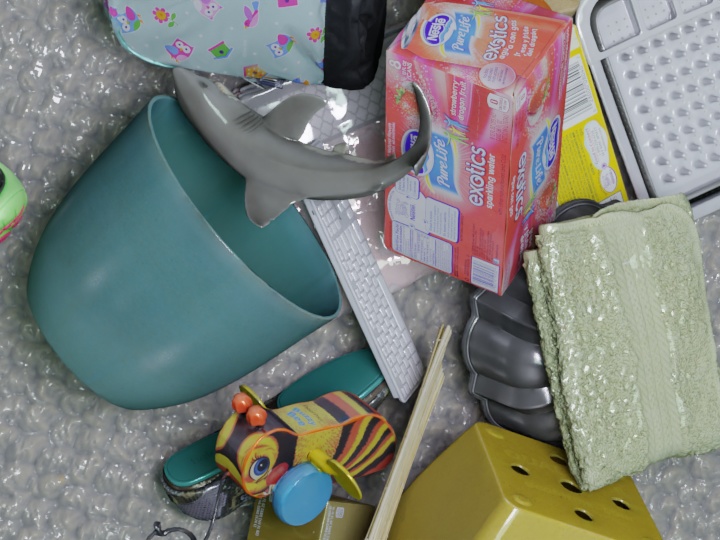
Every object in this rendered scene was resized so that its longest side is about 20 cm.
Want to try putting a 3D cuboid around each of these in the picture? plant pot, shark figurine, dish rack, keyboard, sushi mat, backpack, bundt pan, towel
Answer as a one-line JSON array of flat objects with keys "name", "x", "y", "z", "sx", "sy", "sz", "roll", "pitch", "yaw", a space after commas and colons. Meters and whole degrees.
[{"name": "plant pot", "x": 0.118, "y": 0.231, "z": 1.686, "sx": 0.200, "sy": 0.200, "sz": 0.177, "roll": 19, "pitch": 110, "yaw": -15}, {"name": "shark figurine", "x": -0.036, "y": -0.064, "z": 1.587, "sx": 0.090, "sy": 0.214, "sz": 0.128, "roll": -56, "pitch": 145, "yaw": -37}, {"name": "dish rack", "x": 0.258, "y": -0.150, "z": 1.780, "sx": 0.171, "sy": 0.044, "sz": 0.200, "roll": -25, "pitch": 101, "yaw": -15}, {"name": "keyboard", "x": 0.000, "y": 0.000, "z": 1.702, "sx": 0.011, "sy": 0.056, "sz": 0.200, "roll": -17, "pitch": 103, "yaw": 31}, {"name": "plant pot", "x": -0.139, "y": 0.003, "z": 1.627, "sx": 0.161, "sy": 0.201, "sz": 0.201, "roll": -39, "pitch": 105, "yaw": 15}, {"name": "sushi mat", "x": 0.031, "y": 0.143, "z": 1.691, "sx": 0.012, "sy": 0.096, "sz": 0.200, "roll": 17, "pitch": 63, "yaw": 8}, {"name": "backpack", "x": -0.082, "y": -0.211, "z": 1.624, "sx": 0.199, "sy": 0.127, "sz": 0.167, "roll": 8, "pitch": 118, "yaw": 4}, {"name": "bundt pan", "x": 0.180, "y": 0.050, "z": 1.737, "sx": 0.201, "sy": 0.076, "sz": 0.202, "roll": -12, "pitch": 113, "yaw": -29}, {"name": "towel", "x": 0.197, "y": 0.050, "z": 1.666, "sx": 0.148, "sy": 0.036, "sz": 0.201, "roll": -15, "pitch": 100, "yaw": -27}, {"name": "towel", "x": 0.021, "y": -0.083, "z": 1.738, "sx": 0.200, "sy": 0.032, "sz": 0.191, "roll": -24, "pitch": 102, "yaw": -10}]

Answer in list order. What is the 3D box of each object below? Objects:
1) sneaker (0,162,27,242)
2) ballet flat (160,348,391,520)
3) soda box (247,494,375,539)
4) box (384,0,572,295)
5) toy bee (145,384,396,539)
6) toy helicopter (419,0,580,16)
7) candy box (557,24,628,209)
[{"name": "sneaker", "x": -0.335, "y": -0.016, "z": 1.643, "sx": 0.200, "sy": 0.077, "sz": 0.084, "roll": -37, "pitch": 86, "yaw": -11}, {"name": "ballet flat", "x": -0.055, "y": 0.129, "z": 1.732, "sx": 0.200, "sy": 0.072, "sz": 0.072, "roll": -29, "pitch": 102, "yaw": -9}, {"name": "soda box", "x": -0.052, "y": 0.262, "z": 1.692, "sx": 0.064, "sy": 0.068, "sz": 0.201, "roll": 13, "pitch": 88, "yaw": -55}, {"name": "box", "x": 0.080, "y": -0.094, "z": 1.619, "sx": 0.102, "sy": 0.200, "sz": 0.095, "roll": 21, "pitch": 51, "yaw": 20}, {"name": "toy bee", "x": -0.054, "y": 0.129, "z": 1.612, "sx": 0.131, "sy": 0.200, "sz": 0.109, "roll": 21, "pitch": 129, "yaw": 23}, {"name": "toy helicopter", "x": 0.113, "y": -0.239, "z": 1.682, "sx": 0.132, "sy": 0.079, "sz": 0.200, "roll": 37, "pitch": 68, "yaw": 2}, {"name": "candy box", "x": 0.146, "y": -0.077, "z": 1.744, "sx": 0.102, "sy": 0.026, "sz": 0.200, "roll": -26, "pitch": 112, "yaw": -19}]
